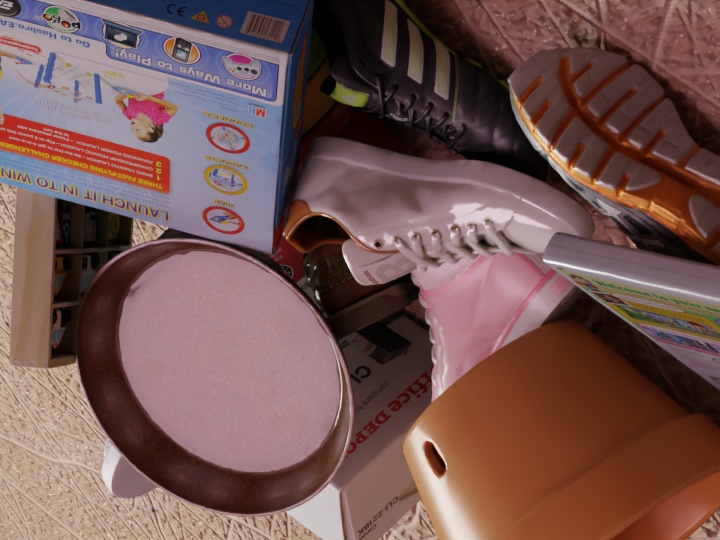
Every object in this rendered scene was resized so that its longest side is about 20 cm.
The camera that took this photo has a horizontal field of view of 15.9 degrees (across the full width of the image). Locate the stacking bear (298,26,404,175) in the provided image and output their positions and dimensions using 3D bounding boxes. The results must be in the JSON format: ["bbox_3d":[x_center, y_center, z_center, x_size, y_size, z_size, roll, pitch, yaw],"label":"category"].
[{"bbox_3d":[-0.052,-0.111,1.636,0.114,0.121,0.200,-37,108,20],"label":"stacking bear"}]

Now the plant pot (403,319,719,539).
[{"bbox_3d":[0.120,0.125,1.585,0.140,0.200,0.200,54,156,16],"label":"plant pot"}]

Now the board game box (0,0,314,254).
[{"bbox_3d":[-0.133,-0.110,1.534,0.200,0.056,0.196,15,145,5],"label":"board game box"}]

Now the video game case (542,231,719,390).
[{"bbox_3d":[0.223,0.040,1.404,0.182,0.022,0.200,34,168,-38],"label":"video game case"}]

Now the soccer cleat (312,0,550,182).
[{"bbox_3d":[0.027,-0.112,1.532,0.200,0.081,0.068,46,154,5],"label":"soccer cleat"}]

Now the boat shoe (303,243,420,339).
[{"bbox_3d":[0.000,0.000,1.699,0.068,0.072,0.200,64,179,0],"label":"boat shoe"}]

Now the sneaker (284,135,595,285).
[{"bbox_3d":[0.044,-0.021,1.537,0.200,0.085,0.073,11,158,33],"label":"sneaker"}]

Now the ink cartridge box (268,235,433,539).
[{"bbox_3d":[-0.032,0.086,1.813,0.200,0.144,0.084,34,150,29],"label":"ink cartridge box"}]

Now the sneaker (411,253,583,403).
[{"bbox_3d":[0.070,0.022,1.647,0.105,0.075,0.200,41,145,8],"label":"sneaker"}]

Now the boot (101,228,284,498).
[{"bbox_3d":[-0.131,0.053,1.754,0.074,0.200,0.096,16,-156,-51],"label":"boot"}]

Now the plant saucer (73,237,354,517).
[{"bbox_3d":[-0.089,0.064,1.650,0.200,0.034,0.201,12,119,21],"label":"plant saucer"}]

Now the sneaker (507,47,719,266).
[{"bbox_3d":[0.159,-0.046,1.423,0.200,0.078,0.077,42,158,15],"label":"sneaker"}]

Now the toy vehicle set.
[{"bbox_3d":[-0.191,-0.002,1.719,0.026,0.125,0.200,3,-178,9],"label":"toy vehicle set"}]
